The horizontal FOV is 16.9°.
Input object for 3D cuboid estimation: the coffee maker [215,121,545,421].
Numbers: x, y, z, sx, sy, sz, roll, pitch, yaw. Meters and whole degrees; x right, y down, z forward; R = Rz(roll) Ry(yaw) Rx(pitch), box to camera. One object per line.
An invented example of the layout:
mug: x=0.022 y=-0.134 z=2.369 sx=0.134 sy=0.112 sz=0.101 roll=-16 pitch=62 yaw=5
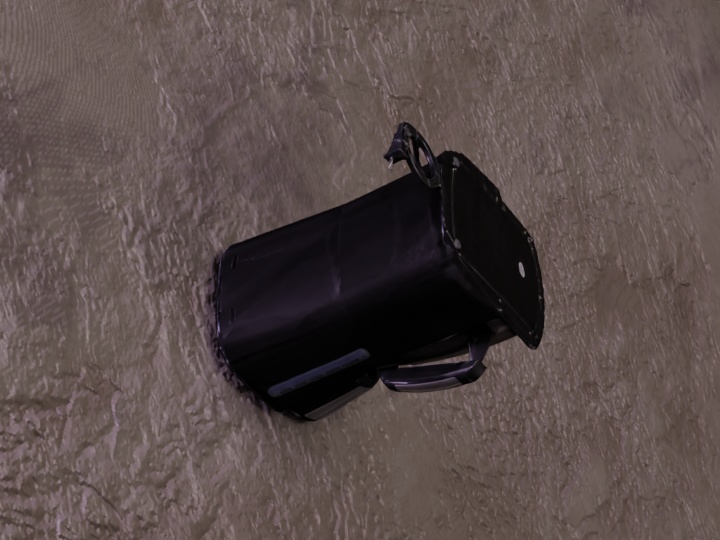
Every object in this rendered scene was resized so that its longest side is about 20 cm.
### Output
coffee maker: x=0.000 y=0.000 z=1.689 sx=0.192 sy=0.200 sz=0.135 roll=59 pitch=26 yaw=-20
